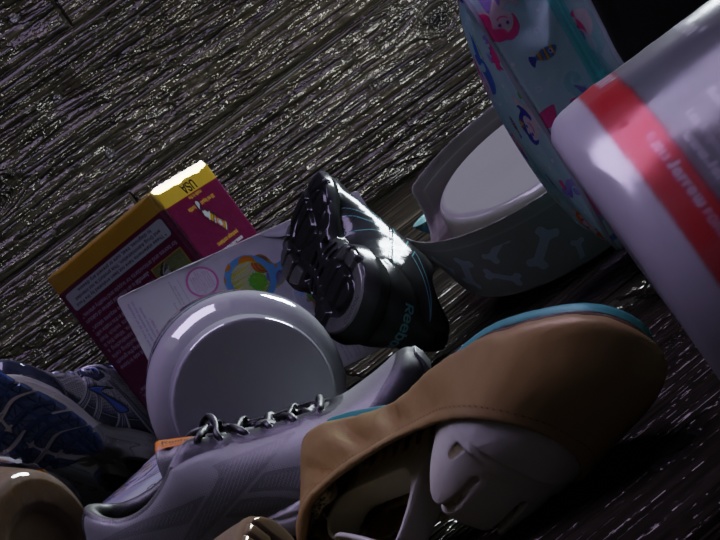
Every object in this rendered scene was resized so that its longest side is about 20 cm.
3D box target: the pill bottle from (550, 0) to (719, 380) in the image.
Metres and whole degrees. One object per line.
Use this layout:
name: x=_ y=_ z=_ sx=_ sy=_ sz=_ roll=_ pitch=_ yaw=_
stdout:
pill bottle: x=0.156 y=-0.049 z=0.346 sx=0.199 sy=0.114 sz=0.114 roll=-36 pitch=4 yaw=9

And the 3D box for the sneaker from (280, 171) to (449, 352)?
sneaker: x=0.000 y=0.000 z=0.961 sx=0.076 sy=0.079 sz=0.200 roll=-62 pitch=24 yaw=20

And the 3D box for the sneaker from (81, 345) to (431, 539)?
sneaker: x=-0.050 y=0.097 z=0.710 sx=0.200 sy=0.080 sz=0.074 roll=-36 pitch=2 yaw=0

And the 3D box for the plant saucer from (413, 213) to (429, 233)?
plant saucer: x=0.141 y=-0.089 z=1.426 sx=0.199 sy=0.036 sz=0.200 roll=-36 pitch=4 yaw=3

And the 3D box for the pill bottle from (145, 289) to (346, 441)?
pill bottle: x=-0.070 y=0.071 z=0.868 sx=0.119 sy=0.120 sz=0.200 roll=-37 pitch=5 yaw=-7

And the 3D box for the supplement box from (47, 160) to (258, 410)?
supplement box: x=-0.127 y=0.037 z=1.145 sx=0.131 sy=0.201 sz=0.103 roll=-34 pitch=4 yaw=27

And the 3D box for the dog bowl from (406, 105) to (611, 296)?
dog bowl: x=0.119 y=-0.062 z=0.901 sx=0.199 sy=0.059 sz=0.200 roll=-33 pitch=19 yaw=13

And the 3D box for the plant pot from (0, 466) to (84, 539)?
plant pot: x=-0.247 y=0.184 z=0.817 sx=0.174 sy=0.201 sz=0.200 roll=-16 pitch=13 yaw=24

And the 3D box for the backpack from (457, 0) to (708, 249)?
backpack: x=0.137 y=-0.104 z=0.699 sx=0.150 sy=0.178 sz=0.200 roll=-31 pitch=2 yaw=12

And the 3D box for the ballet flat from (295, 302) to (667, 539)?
ballet flat: x=0.036 y=0.071 z=0.516 sx=0.200 sy=0.068 sz=0.063 roll=-35 pitch=32 yaw=56

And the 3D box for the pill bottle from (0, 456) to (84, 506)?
pill bottle: x=-0.285 y=0.199 z=1.092 sx=0.116 sy=0.117 sz=0.200 roll=-36 pitch=-11 yaw=5

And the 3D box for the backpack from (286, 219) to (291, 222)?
backpack: x=-0.064 y=0.024 z=1.327 sx=0.163 sy=0.154 sz=0.200 roll=-44 pitch=-8 yaw=-8

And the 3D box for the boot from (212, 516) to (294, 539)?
boot: x=-0.090 y=0.174 z=0.448 sx=0.167 sy=0.072 sz=0.200 roll=-48 pitch=2 yaw=17

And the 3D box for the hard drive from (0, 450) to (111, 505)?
hard drive: x=-0.269 y=0.180 z=1.255 sx=0.200 sy=0.139 sz=0.038 roll=-31 pitch=43 yaw=44

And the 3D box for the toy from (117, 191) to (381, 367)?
toy: x=-0.060 y=0.034 z=1.029 sx=0.199 sy=0.116 sz=0.047 roll=-26 pitch=-15 yaw=-19

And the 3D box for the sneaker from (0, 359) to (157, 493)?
sneaker: x=-0.222 y=0.110 z=1.131 sx=0.077 sy=0.200 sz=0.086 roll=-27 pitch=49 yaw=23

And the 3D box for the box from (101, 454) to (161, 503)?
box: x=-0.153 y=0.170 z=1.009 sx=0.156 sy=0.041 sz=0.200 roll=-34 pitch=4 yaw=46
